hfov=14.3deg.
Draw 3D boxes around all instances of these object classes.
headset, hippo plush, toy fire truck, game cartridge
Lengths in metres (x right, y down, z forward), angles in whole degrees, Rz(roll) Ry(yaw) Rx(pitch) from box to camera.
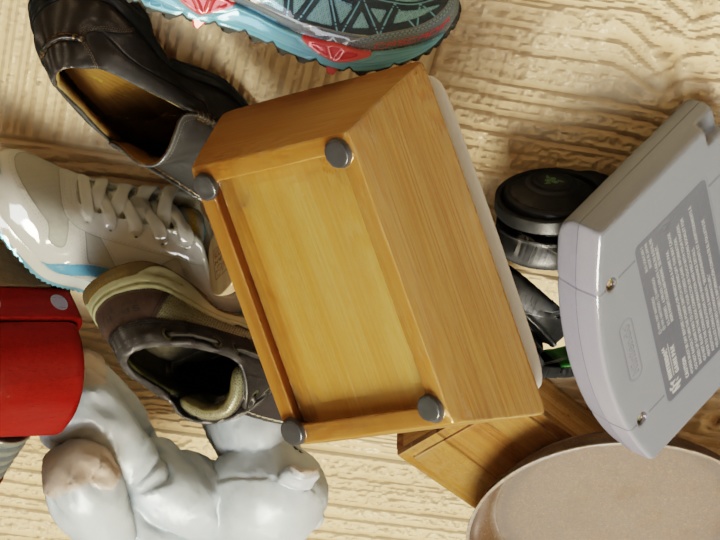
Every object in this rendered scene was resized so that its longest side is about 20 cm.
[{"bbox_3d":[0.105,0.005,1.664,0.199,0.094,0.124,9,109,-36],"label":"headset"},{"bbox_3d":[-0.105,0.130,1.785,0.160,0.201,0.159,-13,159,4],"label":"hippo plush"},{"bbox_3d":[-0.234,0.105,1.684,0.128,0.201,0.176,1,141,-40],"label":"toy fire truck"},{"bbox_3d":[0.173,0.012,1.683,0.040,0.133,0.201,24,147,34],"label":"game cartridge"}]

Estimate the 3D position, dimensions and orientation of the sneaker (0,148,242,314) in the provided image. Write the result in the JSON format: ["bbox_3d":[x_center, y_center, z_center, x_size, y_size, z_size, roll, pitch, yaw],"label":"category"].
[{"bbox_3d":[-0.140,-0.024,1.695,0.081,0.077,0.200,-36,134,26],"label":"sneaker"}]

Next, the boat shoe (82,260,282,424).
[{"bbox_3d":[-0.089,0.060,1.693,0.073,0.065,0.200,-31,143,27],"label":"boat shoe"}]

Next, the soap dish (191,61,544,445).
[{"bbox_3d":[0.000,0.000,1.555,0.157,0.081,0.201,-10,104,45],"label":"soap dish"}]

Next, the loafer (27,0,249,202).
[{"bbox_3d":[-0.117,-0.083,1.621,0.073,0.073,0.200,-28,131,27],"label":"loafer"}]

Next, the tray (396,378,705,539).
[{"bbox_3d":[0.126,0.136,1.888,0.098,0.037,0.200,-31,130,31],"label":"tray"}]

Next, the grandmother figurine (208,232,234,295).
[{"bbox_3d":[0.009,0.007,1.705,0.199,0.061,0.121,13,148,-30],"label":"grandmother figurine"}]

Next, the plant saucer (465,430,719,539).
[{"bbox_3d":[0.168,0.164,1.868,0.199,0.032,0.201,1,139,1],"label":"plant saucer"}]

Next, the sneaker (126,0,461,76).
[{"bbox_3d":[-0.036,-0.168,1.521,0.199,0.080,0.096,12,135,-12],"label":"sneaker"}]
